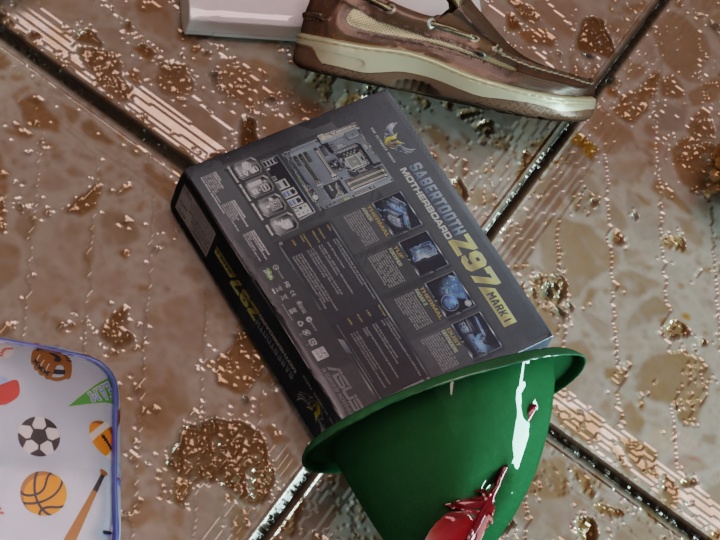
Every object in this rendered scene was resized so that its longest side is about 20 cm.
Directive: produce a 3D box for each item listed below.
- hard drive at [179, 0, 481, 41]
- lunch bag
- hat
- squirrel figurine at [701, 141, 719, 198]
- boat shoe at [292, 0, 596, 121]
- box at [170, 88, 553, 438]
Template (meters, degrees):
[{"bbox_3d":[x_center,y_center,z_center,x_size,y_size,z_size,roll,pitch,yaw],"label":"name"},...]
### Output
[{"bbox_3d":[-0.023,-0.211,1.663,0.200,0.026,0.132,2,61,-17],"label":"hard drive"},{"bbox_3d":[-0.232,0.115,1.387,0.200,0.076,0.161,6,63,-16],"label":"lunch bag"},{"bbox_3d":[0.065,0.159,1.413,0.200,0.166,0.176,-16,73,-16],"label":"hat"},{"bbox_3d":[0.325,-0.092,1.648,0.200,0.142,0.187,-19,63,-29],"label":"squirrel figurine"},{"bbox_3d":[0.061,-0.146,1.610,0.202,0.075,0.075,11,93,-16],"label":"boat shoe"},{"bbox_3d":[0.000,0.000,1.538,0.158,0.051,0.200,-24,71,-27],"label":"box"}]
